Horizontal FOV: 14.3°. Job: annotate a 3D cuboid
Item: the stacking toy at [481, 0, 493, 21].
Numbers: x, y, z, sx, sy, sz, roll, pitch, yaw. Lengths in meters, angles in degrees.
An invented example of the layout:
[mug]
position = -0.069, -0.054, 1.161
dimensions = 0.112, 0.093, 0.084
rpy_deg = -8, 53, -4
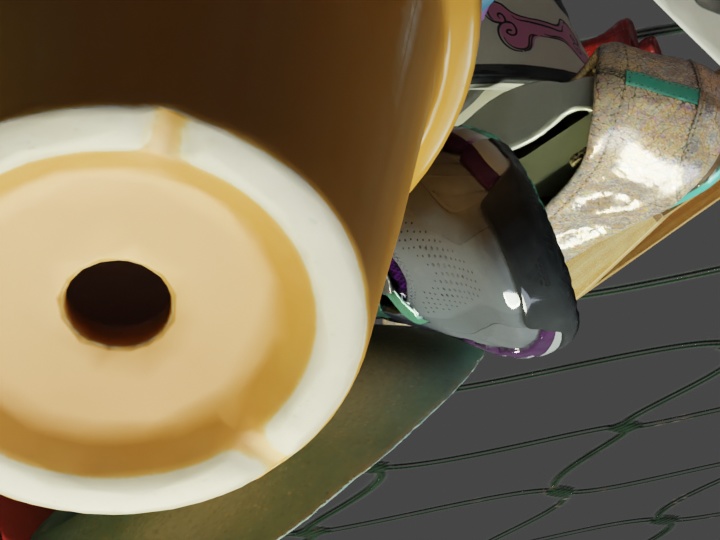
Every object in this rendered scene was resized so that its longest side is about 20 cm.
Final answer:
[stacking toy]
position = 0.032, -0.129, 0.874
dimensions = 0.085, 0.085, 0.200
rpy_deg = -5, 158, -25

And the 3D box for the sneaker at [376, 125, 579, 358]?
[sneaker]
position = 0.000, 0.000, 0.890
dimensions = 0.088, 0.074, 0.200
rpy_deg = -24, -168, -12

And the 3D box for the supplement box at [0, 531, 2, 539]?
[supplement box]
position = -0.238, 0.033, 0.910
dimensions = 0.197, 0.200, 0.133
rpy_deg = -14, 176, 42

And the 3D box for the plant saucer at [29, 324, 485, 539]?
[plant saucer]
position = -0.050, 0.068, 0.930
dimensions = 0.201, 0.039, 0.201
rpy_deg = -35, -177, 2

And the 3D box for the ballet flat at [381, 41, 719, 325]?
[ballet flat]
position = 0.048, -0.027, 1.013
dimensions = 0.067, 0.068, 0.200
rpy_deg = 20, 143, -28

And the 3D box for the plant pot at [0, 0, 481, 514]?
[plant pot]
position = -0.064, -0.041, 0.752
dimensions = 0.200, 0.183, 0.200
rpy_deg = -1, 128, -2

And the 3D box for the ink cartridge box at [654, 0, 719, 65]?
[ink cartridge box]
position = 0.174, -0.093, 0.798
dimensions = 0.084, 0.200, 0.145
rpy_deg = 8, 125, -54

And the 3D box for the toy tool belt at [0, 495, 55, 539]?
[toy tool belt]
position = -0.140, 0.010, 0.994
dimensions = 0.125, 0.200, 0.123
rpy_deg = -18, 168, -14

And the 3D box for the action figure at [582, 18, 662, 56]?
[action figure]
position = 0.033, -0.027, 1.188
dimensions = 0.200, 0.099, 0.065
rpy_deg = -16, 165, 20

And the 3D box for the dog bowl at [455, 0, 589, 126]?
[dog bowl]
position = -0.007, -0.063, 1.068
dimensions = 0.200, 0.074, 0.200
rpy_deg = -12, 165, -3

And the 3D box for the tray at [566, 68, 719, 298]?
[tray]
position = 0.160, -0.067, 1.112
dimensions = 0.200, 0.037, 0.099
rpy_deg = -33, 173, -24
